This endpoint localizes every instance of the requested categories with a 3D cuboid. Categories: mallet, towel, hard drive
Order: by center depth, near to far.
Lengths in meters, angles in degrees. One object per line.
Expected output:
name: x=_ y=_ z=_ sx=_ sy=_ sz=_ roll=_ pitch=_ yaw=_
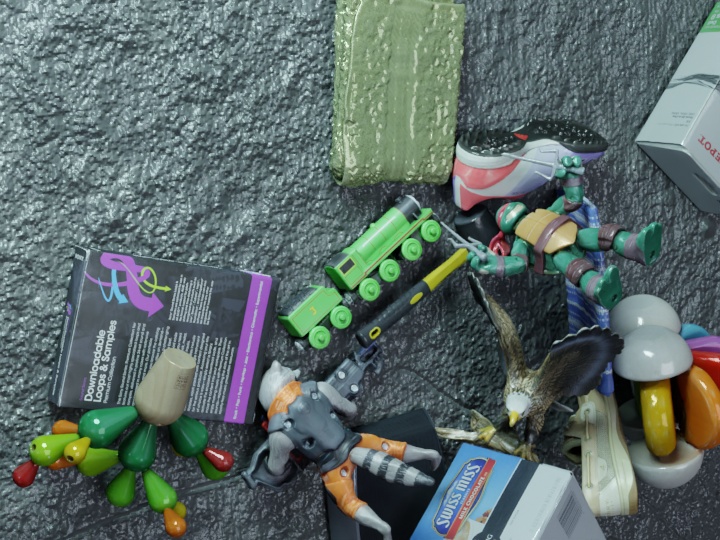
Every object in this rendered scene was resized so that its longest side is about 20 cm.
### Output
towel: x=0.035 y=-0.182 z=1.473 sx=0.148 sy=0.036 sz=0.200 roll=-3 pitch=98 yaw=-33
mallet: x=0.067 y=0.003 z=1.514 sx=0.200 sy=0.041 sz=0.066 roll=-32 pitch=111 yaw=-27
hard drive: x=0.034 y=0.252 z=1.537 sx=0.135 sy=0.042 sz=0.200 roll=-13 pitch=105 yaw=-30
towel: x=0.233 y=0.020 z=1.575 sx=0.024 sy=0.145 sz=0.200 roll=-8 pitch=103 yaw=-4

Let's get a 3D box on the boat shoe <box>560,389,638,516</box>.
boat shoe: x=0.244 y=0.177 z=1.597 sx=0.065 sy=0.200 sz=0.072 roll=-10 pitch=134 yaw=3

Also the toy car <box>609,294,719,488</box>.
toy car: x=0.349 y=0.123 z=1.621 sx=0.150 sy=0.200 sz=0.175 roll=-9 pitch=111 yaw=7

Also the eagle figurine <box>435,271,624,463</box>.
eagle figurine: x=0.169 y=0.104 z=1.511 sx=0.152 sy=0.151 sz=0.200 roll=2 pitch=116 yaw=-19

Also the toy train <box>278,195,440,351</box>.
toy train: x=0.000 y=0.000 z=1.479 sx=0.200 sy=0.042 sz=0.056 roll=-44 pitch=107 yaw=-19

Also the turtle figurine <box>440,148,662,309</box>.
turtle figurine: x=0.186 y=-0.039 z=1.469 sx=0.150 sy=0.200 sz=0.101 roll=-58 pitch=143 yaw=-7

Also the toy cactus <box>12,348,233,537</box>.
toy cactus: x=-0.191 y=0.148 z=1.323 sx=0.200 sy=0.102 sz=0.165 roll=15 pitch=114 yaw=-26

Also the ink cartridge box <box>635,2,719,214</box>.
ink cartridge box: x=0.419 y=-0.180 z=1.687 sx=0.146 sy=0.084 sz=0.200 roll=40 pitch=76 yaw=-30

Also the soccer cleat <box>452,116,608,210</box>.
soccer cleat: x=0.174 y=-0.111 z=1.560 sx=0.200 sy=0.068 sz=0.073 roll=-13 pitch=126 yaw=-38

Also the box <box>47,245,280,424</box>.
box: x=-0.178 y=0.061 z=1.377 sx=0.200 sy=0.036 sz=0.143 roll=10 pitch=94 yaw=-35

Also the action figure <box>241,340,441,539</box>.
action figure: x=-0.011 y=0.145 z=1.440 sx=0.193 sy=0.105 sz=0.200 roll=34 pitch=67 yaw=1

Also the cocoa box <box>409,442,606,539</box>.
cocoa box: x=0.160 y=0.293 z=1.531 sx=0.133 sy=0.131 sz=0.200 roll=-57 pitch=139 yaw=-25
